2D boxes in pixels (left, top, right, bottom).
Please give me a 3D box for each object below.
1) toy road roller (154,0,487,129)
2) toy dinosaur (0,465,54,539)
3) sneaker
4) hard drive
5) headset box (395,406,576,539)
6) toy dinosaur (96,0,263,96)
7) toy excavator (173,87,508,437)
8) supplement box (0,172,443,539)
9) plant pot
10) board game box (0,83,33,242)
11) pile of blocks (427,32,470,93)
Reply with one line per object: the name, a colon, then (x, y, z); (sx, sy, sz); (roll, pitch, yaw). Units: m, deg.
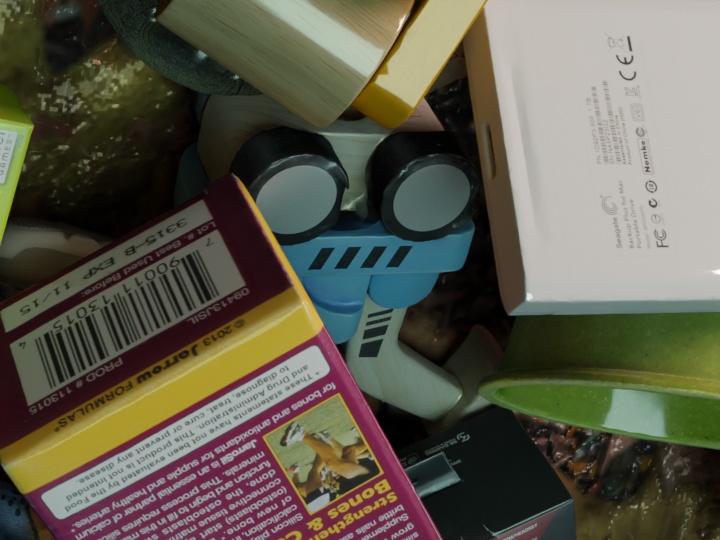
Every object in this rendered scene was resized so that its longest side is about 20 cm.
toy road roller: (0.013, -0.148, 0.646); (0.123, 0.146, 0.200); (32, 97, -15)
toy dinosaur: (-0.154, 0.124, 0.780); (0.200, 0.182, 0.105); (-30, 122, -8)
sneaker: (-0.090, 0.045, 0.823); (0.200, 0.075, 0.082); (37, 79, -33)
hard drive: (0.144, -0.048, 0.738); (0.200, 0.026, 0.132); (0, 72, -21)
headset box: (0.032, 0.168, 0.920); (0.148, 0.075, 0.200); (-23, 136, -12)
toy dinosaur: (-0.071, -0.123, 0.753); (0.200, 0.077, 0.102); (40, 98, -18)
toy excavator: (0.000, 0.000, 0.853); (0.194, 0.100, 0.200); (-1, 129, -24)
supplement box: (-0.054, 0.083, 0.746); (0.131, 0.103, 0.200); (-28, 128, -3)
plant pot: (0.165, -0.021, 0.842); (0.200, 0.200, 0.190); (14, 78, -28)
board game box: (-0.237, -0.035, 0.690); (0.200, 0.048, 0.102); (9, 112, -28)
pile of blocks: (0.052, -0.169, 0.784); (0.062, 0.082, 0.200); (42, 70, -31)
